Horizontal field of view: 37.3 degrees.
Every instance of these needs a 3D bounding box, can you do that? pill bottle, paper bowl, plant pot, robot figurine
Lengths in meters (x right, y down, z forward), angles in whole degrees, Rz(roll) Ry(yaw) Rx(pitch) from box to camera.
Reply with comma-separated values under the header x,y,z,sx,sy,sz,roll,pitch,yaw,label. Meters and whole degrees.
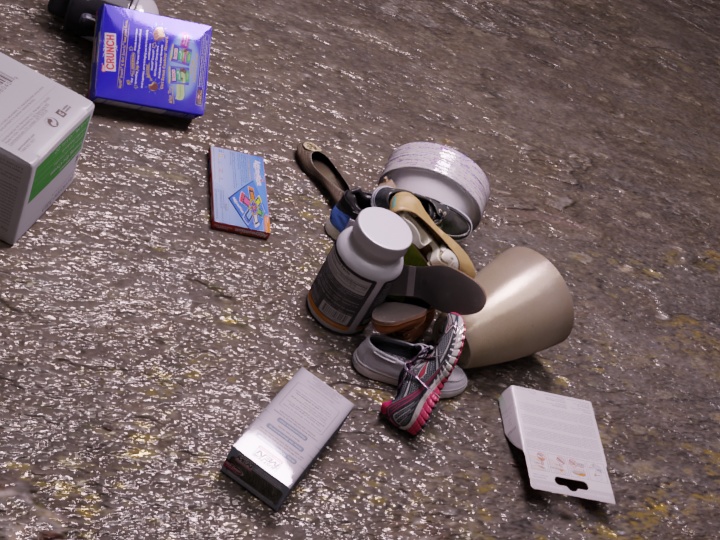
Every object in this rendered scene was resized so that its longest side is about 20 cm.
x,y,z,sx,sy,sz,roll,pitch,yaw,label
0.000,0.000,1.716,0.116,0.200,0.117,18,40,-16,pill bottle
0.128,-0.131,1.940,0.200,0.201,0.105,26,62,-5,paper bowl
0.225,0.084,1.807,0.200,0.187,0.187,-27,64,-30,plant pot
-0.479,-0.483,1.998,0.200,0.125,0.151,20,64,-12,robot figurine

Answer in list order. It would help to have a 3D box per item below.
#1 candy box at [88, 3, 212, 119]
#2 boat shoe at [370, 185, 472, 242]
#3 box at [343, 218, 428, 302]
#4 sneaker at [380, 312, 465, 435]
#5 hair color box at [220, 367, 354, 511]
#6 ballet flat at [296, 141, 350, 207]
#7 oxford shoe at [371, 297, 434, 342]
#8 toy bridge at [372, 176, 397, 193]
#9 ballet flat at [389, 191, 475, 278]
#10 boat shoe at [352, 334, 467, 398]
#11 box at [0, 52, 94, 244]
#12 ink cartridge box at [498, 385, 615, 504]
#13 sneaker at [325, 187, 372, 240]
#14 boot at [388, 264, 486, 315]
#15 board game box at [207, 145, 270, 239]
x,y,z,sx,sy,sz,roll,pitch,yaw,label
-0.378,-0.371,1.911,0.200,0.077,0.170,7,85,-26,candy box
0.111,-0.093,1.817,0.200,0.069,0.057,17,-2,-24,boat shoe
0.050,-0.018,1.826,0.200,0.122,0.048,21,31,-12,box
0.103,0.152,1.651,0.075,0.081,0.200,27,78,4,sneaker
-0.100,0.235,1.515,0.099,0.061,0.200,35,39,7,hair color box
-0.057,-0.177,1.989,0.067,0.046,0.200,-7,52,-37,ballet flat
0.075,0.087,1.738,0.071,0.071,0.200,15,11,25,oxford shoe
0.091,-0.079,1.869,0.067,0.027,0.200,-47,115,-41,toy bridge
0.112,-0.040,1.752,0.200,0.069,0.063,47,31,-14,ballet flat
0.089,0.147,1.717,0.200,0.069,0.072,20,40,-12,boat shoe
-0.546,-0.190,1.604,0.200,0.171,0.199,28,39,-3,box
0.318,0.290,1.731,0.161,0.050,0.200,14,46,-19,ink cartridge box
0.041,-0.068,1.882,0.200,0.111,0.077,35,39,6,sneaker
0.132,0.028,1.738,0.200,0.074,0.075,14,2,40,boot
-0.215,-0.139,1.874,0.103,0.019,0.200,11,43,-20,board game box
